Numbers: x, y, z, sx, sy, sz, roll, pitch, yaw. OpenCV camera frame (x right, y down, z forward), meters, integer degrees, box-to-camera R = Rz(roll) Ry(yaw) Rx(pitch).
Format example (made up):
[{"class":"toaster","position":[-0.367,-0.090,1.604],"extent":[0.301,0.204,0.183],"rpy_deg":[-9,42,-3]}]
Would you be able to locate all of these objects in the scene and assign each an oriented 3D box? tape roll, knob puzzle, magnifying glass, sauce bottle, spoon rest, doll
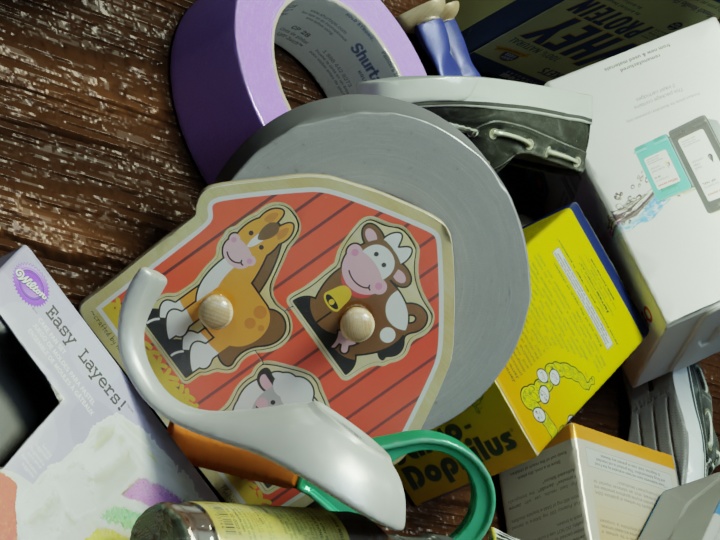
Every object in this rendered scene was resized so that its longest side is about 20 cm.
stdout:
[{"class":"tape roll","position":[0.000,0.000,1.265],"extent":[0.201,0.200,0.066],"rpy_deg":[53,4,-14]},{"class":"tape roll","position":[-0.032,-0.108,1.408],"extent":[0.199,0.065,0.202],"rpy_deg":[29,48,-37]},{"class":"knob puzzle","position":[-0.031,0.034,1.220],"extent":[0.220,0.219,0.030],"rpy_deg":[53,4,-13]},{"class":"magnifying glass","position":[-0.016,0.119,1.219],"extent":[0.198,0.080,0.022],"rpy_deg":[16,12,-14]},{"class":"sauce bottle","position":[-0.028,0.159,1.142],"extent":[0.199,0.065,0.065],"rpy_deg":[7,62,-37]},{"class":"spoon rest","position":[-0.057,0.081,1.159],"extent":[0.200,0.061,0.099],"rpy_deg":[39,2,12]},{"class":"doll","position":[0.089,-0.099,1.565],"extent":[0.202,0.048,0.136],"rpy_deg":[68,19,4]}]

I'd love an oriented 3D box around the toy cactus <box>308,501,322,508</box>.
[{"class":"toy cactus","position":[-0.001,0.198,1.250],"extent":[0.199,0.102,0.166],"rpy_deg":[16,46,-34]}]

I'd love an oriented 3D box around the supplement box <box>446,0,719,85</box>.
[{"class":"supplement box","position":[0.169,-0.271,1.644],"extent":[0.134,0.199,0.202],"rpy_deg":[14,59,-45]}]

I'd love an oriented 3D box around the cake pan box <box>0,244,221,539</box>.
[{"class":"cake pan box","position":[-0.178,0.109,1.106],"extent":[0.201,0.052,0.184],"rpy_deg":[55,34,-12]}]

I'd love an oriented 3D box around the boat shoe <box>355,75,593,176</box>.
[{"class":"boat shoe","position":[0.081,-0.095,1.424],"extent":[0.199,0.070,0.064],"rpy_deg":[3,90,-37]}]

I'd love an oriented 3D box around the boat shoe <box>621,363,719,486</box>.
[{"class":"boat shoe","position":[0.242,0.128,1.598],"extent":[0.071,0.072,0.201],"rpy_deg":[33,44,-29]}]

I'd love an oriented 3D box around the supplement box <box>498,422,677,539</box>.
[{"class":"supplement box","position":[0.168,0.219,1.448],"extent":[0.125,0.073,0.202],"rpy_deg":[21,53,-45]}]

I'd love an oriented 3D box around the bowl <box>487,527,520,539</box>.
[{"class":"bowl","position":[0.127,0.254,1.269],"extent":[0.201,0.093,0.203],"rpy_deg":[-2,90,-89]}]

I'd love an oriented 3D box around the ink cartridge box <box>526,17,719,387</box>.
[{"class":"ink cartridge box","position":[0.229,-0.047,1.559],"extent":[0.145,0.147,0.201],"rpy_deg":[-22,72,-11]}]

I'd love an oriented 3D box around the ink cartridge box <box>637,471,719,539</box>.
[{"class":"ink cartridge box","position":[0.263,0.250,1.431],"extent":[0.201,0.068,0.115],"rpy_deg":[58,35,-12]}]

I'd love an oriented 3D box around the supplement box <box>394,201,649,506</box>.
[{"class":"supplement box","position":[0.093,0.053,1.428],"extent":[0.110,0.108,0.200],"rpy_deg":[59,36,-5]}]
